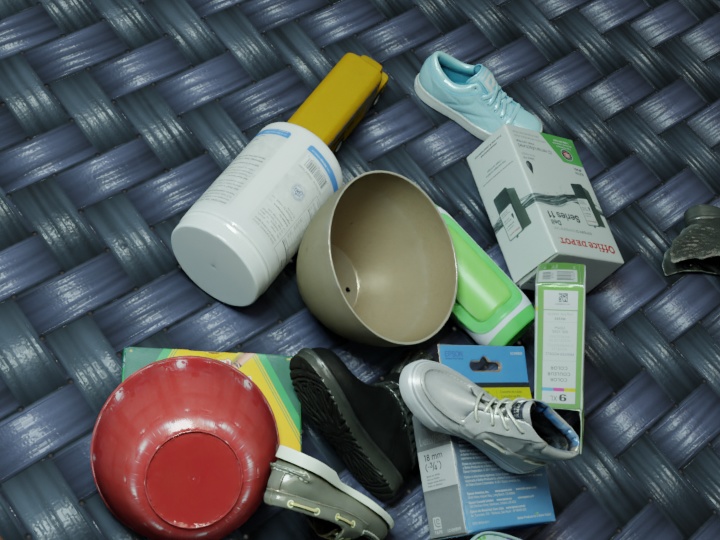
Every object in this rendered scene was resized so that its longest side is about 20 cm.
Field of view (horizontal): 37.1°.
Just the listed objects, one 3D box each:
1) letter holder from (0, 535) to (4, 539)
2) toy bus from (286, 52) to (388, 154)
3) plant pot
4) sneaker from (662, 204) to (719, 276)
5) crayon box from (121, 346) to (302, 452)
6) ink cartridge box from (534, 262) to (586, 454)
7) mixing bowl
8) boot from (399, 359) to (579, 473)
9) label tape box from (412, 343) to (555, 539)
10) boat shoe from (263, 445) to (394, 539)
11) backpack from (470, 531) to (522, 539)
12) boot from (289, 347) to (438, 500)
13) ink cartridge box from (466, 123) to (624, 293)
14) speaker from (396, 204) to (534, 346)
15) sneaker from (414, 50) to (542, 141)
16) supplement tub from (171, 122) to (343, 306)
[{"bbox_3d":[-0.420,0.327,0.998,0.099,0.143,0.201,10,49,30],"label":"letter holder"},{"bbox_3d":[-0.030,-0.222,1.437,0.065,0.079,0.201,33,57,5],"label":"toy bus"},{"bbox_3d":[0.000,0.000,1.266,0.198,0.134,0.204,14,67,-37],"label":"plant pot"},{"bbox_3d":[0.518,-0.032,1.497,0.196,0.060,0.106,9,57,-5],"label":"sneaker"},{"bbox_3d":[-0.167,0.155,1.186,0.197,0.058,0.120,4,59,-14],"label":"crayon box"},{"bbox_3d":[0.236,0.101,1.266,0.058,0.203,0.104,1,13,12],"label":"ink cartridge box"},{"bbox_3d":[-0.171,0.193,1.076,0.197,0.108,0.204,-1,95,-13],"label":"mixing bowl"},{"bbox_3d":[0.140,0.144,1.115,0.199,0.095,0.074,32,55,-26],"label":"boot"},{"bbox_3d":[0.133,0.190,1.200,0.143,0.063,0.203,5,69,-39],"label":"label tape box"},{"bbox_3d":[-0.033,0.248,1.119,0.071,0.202,0.061,10,66,40],"label":"boat shoe"},{"bbox_3d":[0.145,0.370,1.092,0.176,0.150,0.202,23,44,-33],"label":"backpack"},{"bbox_3d":[0.022,0.133,1.209,0.158,0.079,0.213,-46,117,-29],"label":"boot"},{"bbox_3d":[0.241,-0.078,1.402,0.145,0.083,0.202,6,56,-40],"label":"ink cartridge box"},{"bbox_3d":[0.128,0.010,1.343,0.088,0.089,0.200,-34,74,-30],"label":"speaker"},{"bbox_3d":[0.172,-0.242,1.505,0.198,0.082,0.075,24,57,-1],"label":"sneaker"},{"bbox_3d":[-0.121,-0.071,1.291,0.131,0.132,0.201,34,57,6],"label":"supplement tub"}]
